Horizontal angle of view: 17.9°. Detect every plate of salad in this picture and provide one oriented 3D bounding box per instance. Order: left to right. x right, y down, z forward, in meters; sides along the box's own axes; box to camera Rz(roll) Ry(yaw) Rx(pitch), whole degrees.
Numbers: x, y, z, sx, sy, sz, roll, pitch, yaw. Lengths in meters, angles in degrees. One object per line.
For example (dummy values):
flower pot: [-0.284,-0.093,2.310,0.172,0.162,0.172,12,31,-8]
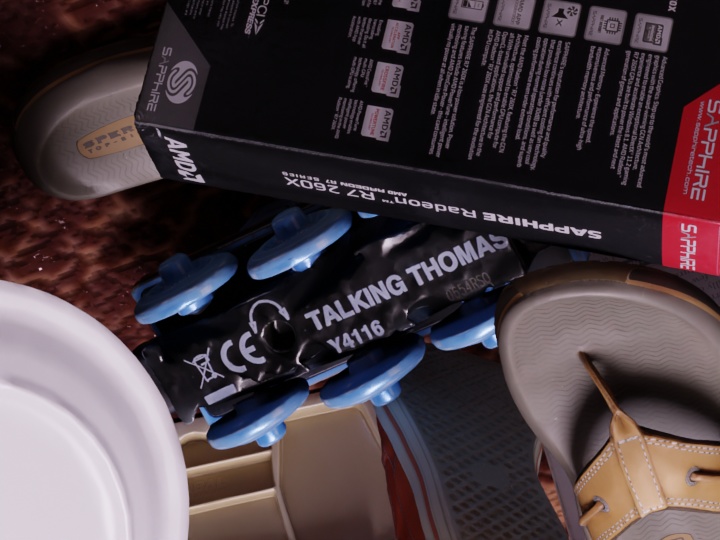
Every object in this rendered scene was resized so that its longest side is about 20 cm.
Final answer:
plate of salad: [-0.148,0.095,0.744,0.199,0.048,0.202,-13,114,-30]

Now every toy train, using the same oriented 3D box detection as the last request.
toy train: [0.000,0.000,0.899,0.199,0.114,0.087,-25,102,25]

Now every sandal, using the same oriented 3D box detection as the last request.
sandal: [-0.037,-0.067,0.849,0.198,0.055,0.082,-20,139,7]
sandal: [0.100,0.078,0.792,0.081,0.055,0.201,-10,128,7]

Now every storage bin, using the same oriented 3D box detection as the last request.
storage bin: [-0.060,0.165,1.091,0.197,0.094,0.201,-13,139,-2]

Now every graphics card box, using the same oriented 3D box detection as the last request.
graphics card box: [0.036,-0.078,0.757,0.198,0.127,0.051,10,161,10]

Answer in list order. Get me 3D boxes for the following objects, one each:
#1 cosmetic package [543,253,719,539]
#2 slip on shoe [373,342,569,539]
cosmetic package: [0.157,0.106,0.998,0.122,0.201,0.200,-19,140,8]
slip on shoe: [0.038,0.089,0.891,0.073,0.200,0.062,13,117,-15]
